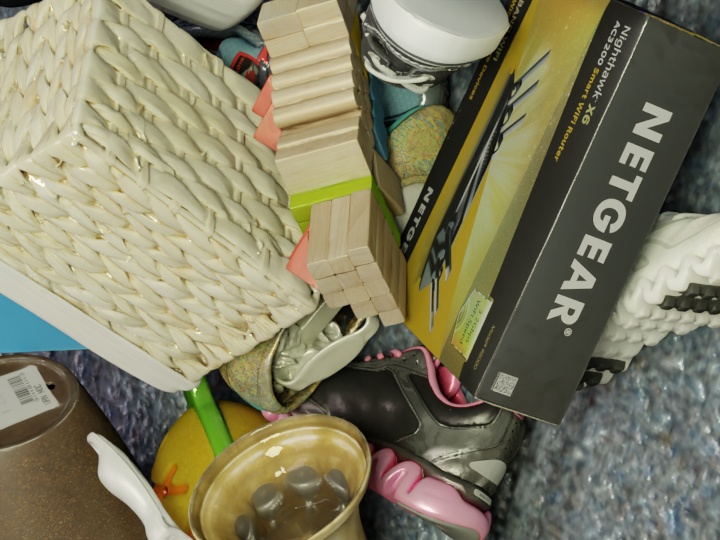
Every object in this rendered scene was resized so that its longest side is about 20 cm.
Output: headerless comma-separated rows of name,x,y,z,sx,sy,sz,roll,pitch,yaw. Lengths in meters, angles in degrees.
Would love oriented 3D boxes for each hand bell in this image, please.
hand bell,-0.010,0.187,1.089,0.104,0.104,0.200,15,140,43

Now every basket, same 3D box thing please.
basket,-0.119,-0.047,1.050,0.123,0.200,0.136,-26,44,32

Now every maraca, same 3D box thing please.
maraca,-0.078,0.128,1.176,0.137,0.107,0.200,97,152,-63

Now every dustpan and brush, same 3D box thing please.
dustpan and brush,-0.096,0.170,1.075,0.200,0.057,0.140,41,159,15

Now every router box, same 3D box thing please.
router box,0.091,-0.044,0.987,0.200,0.052,0.157,-66,23,9

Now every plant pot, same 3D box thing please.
plant pot,-0.199,0.157,1.195,0.187,0.187,0.200,28,136,40

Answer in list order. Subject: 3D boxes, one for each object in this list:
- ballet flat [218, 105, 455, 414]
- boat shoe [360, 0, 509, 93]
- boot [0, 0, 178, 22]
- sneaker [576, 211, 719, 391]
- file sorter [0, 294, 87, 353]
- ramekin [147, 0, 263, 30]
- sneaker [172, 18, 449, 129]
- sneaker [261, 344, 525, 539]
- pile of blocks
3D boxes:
ballet flat,0.000,0.000,1.095,0.200,0.071,0.071,-49,56,8
boat shoe,0.030,-0.125,1.029,0.068,0.072,0.200,-62,8,17
boot,-0.174,-0.183,1.289,0.200,0.076,0.168,-34,64,33
sneaker,0.144,-0.003,0.988,0.200,0.075,0.081,-28,60,44
file sorter,-0.208,-0.023,1.242,0.123,0.200,0.139,4,93,47
ramekin,-0.079,-0.232,1.091,0.201,0.098,0.201,-51,23,32
sneaker,-0.047,-0.103,1.139,0.200,0.095,0.079,10,98,28
sneaker,0.016,0.076,1.126,0.200,0.079,0.095,28,87,40
pile of blocks,-0.021,-0.062,1.040,0.062,0.082,0.200,-13,66,15
